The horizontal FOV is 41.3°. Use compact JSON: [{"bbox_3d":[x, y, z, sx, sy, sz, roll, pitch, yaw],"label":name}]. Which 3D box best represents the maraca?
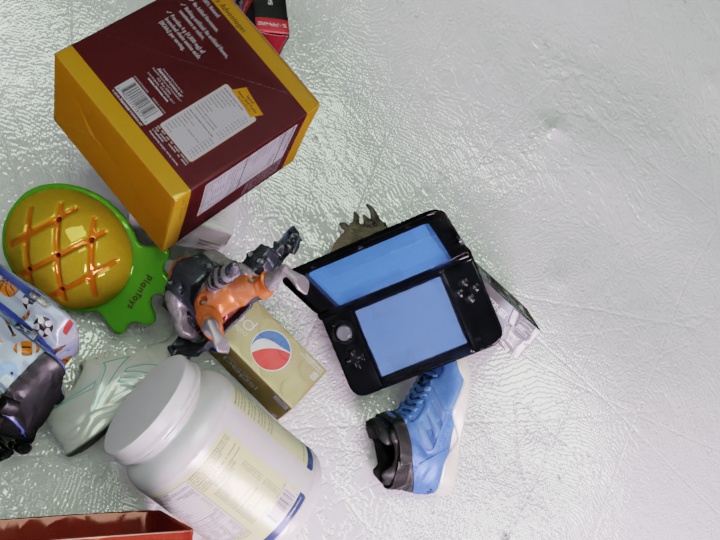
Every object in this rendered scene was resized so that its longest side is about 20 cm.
[{"bbox_3d":[-0.305,-0.013,1.070,0.199,0.107,0.138,32,101,-6],"label":"maraca"}]

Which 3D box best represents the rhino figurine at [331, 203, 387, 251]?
[{"bbox_3d":[0.000,0.000,1.223,0.087,0.060,0.202,17,63,-19],"label":"rhino figurine"}]

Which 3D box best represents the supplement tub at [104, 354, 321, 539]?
[{"bbox_3d":[-0.153,0.198,1.006,0.200,0.145,0.146,44,59,-22],"label":"supplement tub"}]

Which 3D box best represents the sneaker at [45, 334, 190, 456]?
[{"bbox_3d":[-0.265,0.115,1.064,0.200,0.070,0.080,-38,84,-29],"label":"sneaker"}]

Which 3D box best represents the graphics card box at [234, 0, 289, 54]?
[{"bbox_3d":[-0.142,-0.367,1.270,0.050,0.125,0.202,1,70,-21],"label":"graphics card box"}]

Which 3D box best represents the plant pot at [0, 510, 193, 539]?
[{"bbox_3d":[-0.277,0.334,0.914,0.198,0.200,0.178,2,82,-21],"label":"plant pot"}]

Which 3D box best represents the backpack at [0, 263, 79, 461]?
[{"bbox_3d":[-0.377,0.071,0.937,0.190,0.200,0.155,32,61,-4],"label":"backpack"}]

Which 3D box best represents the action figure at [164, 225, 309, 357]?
[{"bbox_3d":[-0.138,0.004,1.018,0.200,0.193,0.105,-50,122,-20],"label":"action figure"}]

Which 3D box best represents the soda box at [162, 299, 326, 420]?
[{"bbox_3d":[-0.139,0.079,1.132,0.200,0.064,0.068,45,61,-1],"label":"soda box"}]

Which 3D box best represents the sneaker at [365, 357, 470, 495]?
[{"bbox_3d":[0.065,0.169,1.156,0.110,0.077,0.202,7,89,-22],"label":"sneaker"}]

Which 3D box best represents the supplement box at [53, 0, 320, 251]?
[{"bbox_3d":[-0.190,-0.172,1.031,0.200,0.133,0.198,-38,84,-27],"label":"supplement box"}]

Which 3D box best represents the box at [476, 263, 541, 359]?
[{"bbox_3d":[0.135,0.015,1.219,0.200,0.158,0.050,42,98,-3],"label":"box"}]

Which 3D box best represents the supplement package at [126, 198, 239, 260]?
[{"bbox_3d":[-0.204,-0.126,1.152,0.119,0.121,0.202,14,66,-15],"label":"supplement package"}]

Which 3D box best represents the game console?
[{"bbox_3d":[0.040,0.043,1.090,0.199,0.116,0.177,-22,92,13],"label":"game console"}]
